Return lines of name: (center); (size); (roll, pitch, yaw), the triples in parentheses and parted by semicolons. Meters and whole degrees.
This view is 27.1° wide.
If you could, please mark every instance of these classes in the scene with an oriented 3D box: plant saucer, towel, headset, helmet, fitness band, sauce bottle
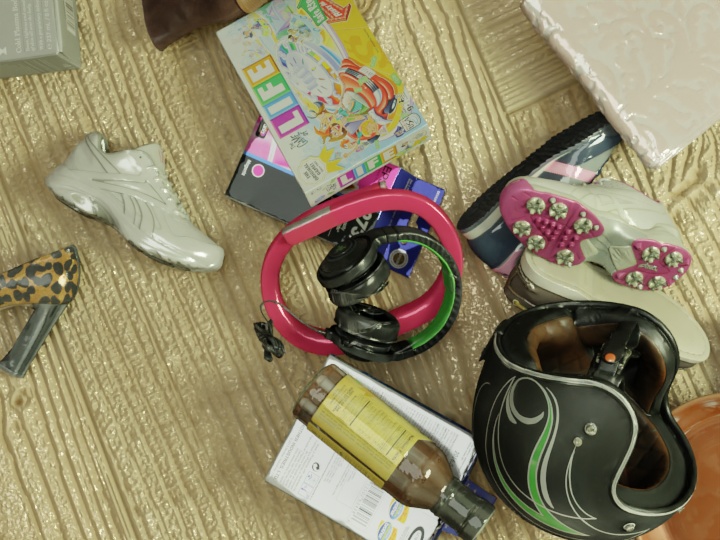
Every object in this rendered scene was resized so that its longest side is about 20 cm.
plant saucer: (0.341, 0.211, 1.349); (0.198, 0.032, 0.203); (0, 90, 32)
towel: (0.277, -0.221, 1.399); (0.190, 0.032, 0.201); (-36, 82, -17)
headset: (0.000, 0.034, 1.363); (0.198, 0.094, 0.125); (-13, 111, -9)
helmet: (0.197, 0.142, 1.317); (0.197, 0.201, 0.193); (-2, 116, 8)
fitness band: (0.000, 0.000, 1.419); (0.198, 0.037, 0.145); (-22, 110, 7)
sauce bottle: (0.031, 0.167, 1.337); (0.199, 0.065, 0.065); (39, 91, 8)

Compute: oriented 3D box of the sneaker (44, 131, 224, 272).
sneaker: (-0.209, -0.073, 1.462); (0.199, 0.078, 0.100); (31, 86, 9)

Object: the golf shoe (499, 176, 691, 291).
golf shoe: (0.210, -0.049, 1.369); (0.198, 0.075, 0.092); (22, 44, -22)

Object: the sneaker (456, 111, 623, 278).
sneaker: (0.188, -0.074, 1.419); (0.199, 0.070, 0.082); (-38, 105, 1)

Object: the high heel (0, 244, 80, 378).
high heel: (-0.381, -0.003, 1.476); (0.199, 0.071, 0.143); (31, 96, -7)

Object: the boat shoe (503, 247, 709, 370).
boat shoe: (0.229, 0.042, 1.393); (0.198, 0.072, 0.060); (26, 132, -7)

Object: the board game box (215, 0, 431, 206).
board game box: (-0.037, -0.178, 1.436); (0.133, 0.034, 0.201); (-29, 68, -2)

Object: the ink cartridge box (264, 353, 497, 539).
ink cartridge box: (0.029, 0.187, 1.404); (0.198, 0.076, 0.138); (28, 89, 11)

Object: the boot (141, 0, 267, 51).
boot: (-0.155, -0.332, 1.480); (0.165, 0.072, 0.202); (-22, 64, 21)

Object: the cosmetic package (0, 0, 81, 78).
cosmetic package: (-0.387, -0.247, 1.496); (0.197, 0.090, 0.108); (-8, 87, 4)

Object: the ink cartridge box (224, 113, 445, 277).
ink cartridge box: (-0.025, -0.076, 1.457); (0.198, 0.037, 0.096); (24, 89, 7)
